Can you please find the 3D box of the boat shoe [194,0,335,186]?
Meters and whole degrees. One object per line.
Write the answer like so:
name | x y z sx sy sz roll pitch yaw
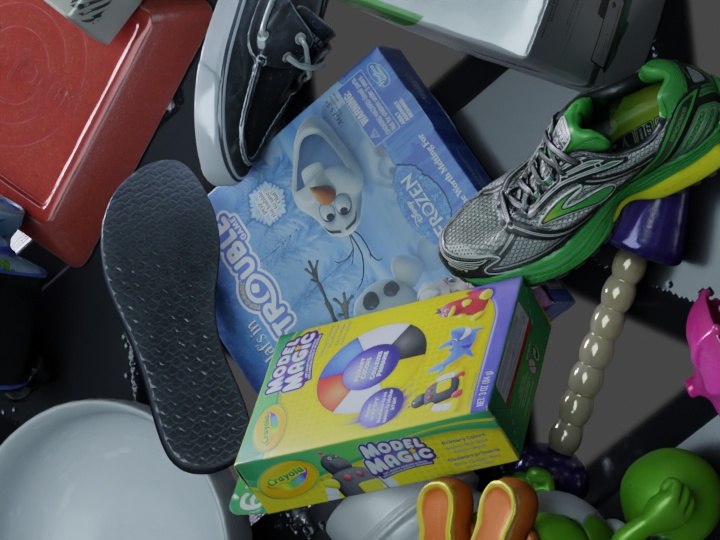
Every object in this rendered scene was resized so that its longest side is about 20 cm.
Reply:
boat shoe | -0.050 -0.147 1.679 0.067 0.072 0.201 8 73 23

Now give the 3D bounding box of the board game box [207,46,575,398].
board game box | 0.000 0.000 1.680 0.199 0.043 0.201 -40 74 20

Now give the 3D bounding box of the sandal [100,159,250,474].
sandal | -0.119 0.031 1.678 0.076 0.043 0.202 -8 77 -8

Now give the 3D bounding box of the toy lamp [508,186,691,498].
toy lamp | 0.147 0.035 1.609 0.058 0.058 0.201 25 102 22

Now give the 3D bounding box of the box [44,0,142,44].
box | -0.139 -0.250 1.712 0.082 0.068 0.200 37 92 21

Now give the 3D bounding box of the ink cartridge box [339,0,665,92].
ink cartridge box | 0.079 -0.167 1.564 0.145 0.200 0.085 21 94 22

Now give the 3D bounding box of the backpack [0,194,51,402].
backpack | -0.324 -0.001 1.753 0.199 0.183 0.148 12 95 34

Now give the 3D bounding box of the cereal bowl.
cereal bowl | -0.152 0.182 1.724 0.199 0.083 0.202 0 89 23

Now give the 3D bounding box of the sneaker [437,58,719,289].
sneaker | 0.122 -0.063 1.561 0.200 0.085 0.078 -36 51 21

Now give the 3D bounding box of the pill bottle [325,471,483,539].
pill bottle | 0.074 0.205 1.606 0.114 0.114 0.200 -43 73 17

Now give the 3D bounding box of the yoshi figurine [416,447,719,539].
yoshi figurine | 0.136 0.140 1.544 0.112 0.199 0.113 -52 44 31

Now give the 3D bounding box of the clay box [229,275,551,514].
clay box | 0.008 0.076 1.586 0.199 0.115 0.048 -14 126 27

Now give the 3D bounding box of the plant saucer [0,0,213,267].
plant saucer | -0.223 -0.136 1.787 0.199 0.037 0.201 34 102 21

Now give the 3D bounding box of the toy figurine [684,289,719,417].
toy figurine | 0.271 0.021 1.535 0.199 0.150 0.185 25 115 -2
